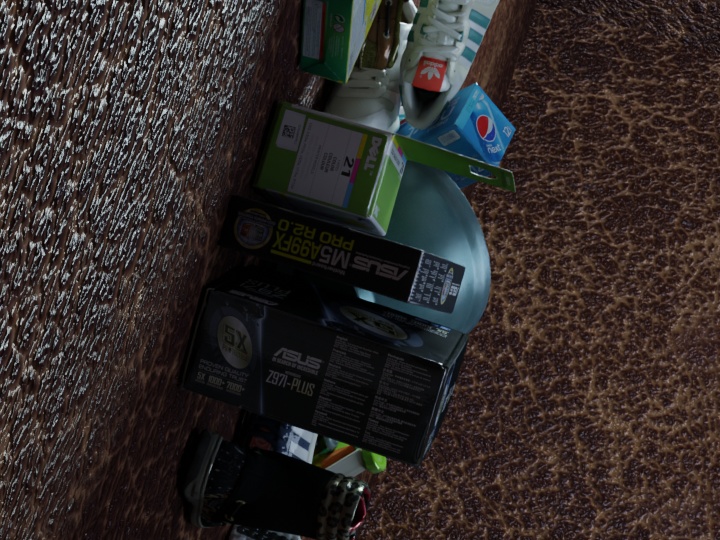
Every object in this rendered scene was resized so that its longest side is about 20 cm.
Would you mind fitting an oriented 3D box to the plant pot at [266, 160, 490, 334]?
[{"bbox_3d":[0.000,0.000,1.791,0.134,0.200,0.201,-29,143,-41],"label":"plant pot"}]

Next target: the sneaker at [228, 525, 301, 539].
[{"bbox_3d":[-0.103,0.297,2.093,0.200,0.075,0.081,-50,164,-74],"label":"sneaker"}]

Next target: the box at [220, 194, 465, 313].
[{"bbox_3d":[-0.010,-0.011,1.603,0.200,0.159,0.045,14,93,-78],"label":"box"}]

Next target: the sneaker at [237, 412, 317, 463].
[{"bbox_3d":[-0.083,0.152,1.893,0.084,0.075,0.201,-38,139,-51],"label":"sneaker"}]

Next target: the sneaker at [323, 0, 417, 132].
[{"bbox_3d":[0.009,-0.187,1.854,0.200,0.076,0.081,-68,156,-51],"label":"sneaker"}]

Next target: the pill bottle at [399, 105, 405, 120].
[{"bbox_3d":[0.052,-0.107,2.202,0.111,0.110,0.200,99,10,-47],"label":"pill bottle"}]

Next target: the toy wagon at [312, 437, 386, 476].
[{"bbox_3d":[-0.033,0.189,2.067,0.040,0.155,0.200,65,23,-11],"label":"toy wagon"}]

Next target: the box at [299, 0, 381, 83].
[{"bbox_3d":[0.002,-0.270,1.655,0.118,0.048,0.201,97,14,-55],"label":"box"}]

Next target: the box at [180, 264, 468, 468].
[{"bbox_3d":[-0.025,0.072,1.588,0.164,0.199,0.087,-37,144,-78],"label":"box"}]

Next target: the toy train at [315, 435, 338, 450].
[{"bbox_3d":[-0.047,0.110,2.032,0.200,0.085,0.115,-50,135,-66],"label":"toy train"}]

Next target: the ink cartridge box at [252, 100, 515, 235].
[{"bbox_3d":[0.023,-0.069,1.646,0.148,0.199,0.076,42,65,-83],"label":"ink cartridge box"}]

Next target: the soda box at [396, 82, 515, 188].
[{"bbox_3d":[0.046,-0.100,1.869,0.199,0.064,0.068,-23,-152,40],"label":"soda box"}]

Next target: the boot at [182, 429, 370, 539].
[{"bbox_3d":[-0.071,0.203,1.724,0.204,0.153,0.074,85,23,-73],"label":"boot"}]

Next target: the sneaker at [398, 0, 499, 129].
[{"bbox_3d":[0.078,-0.209,1.755,0.200,0.070,0.094,109,-3,-48],"label":"sneaker"}]

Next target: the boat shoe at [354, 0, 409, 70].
[{"bbox_3d":[0.028,-0.268,1.781,0.072,0.068,0.201,85,22,-72],"label":"boat shoe"}]
